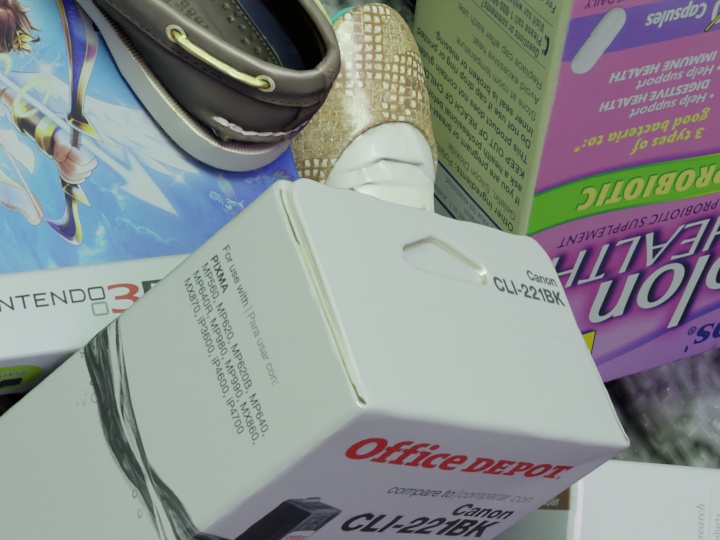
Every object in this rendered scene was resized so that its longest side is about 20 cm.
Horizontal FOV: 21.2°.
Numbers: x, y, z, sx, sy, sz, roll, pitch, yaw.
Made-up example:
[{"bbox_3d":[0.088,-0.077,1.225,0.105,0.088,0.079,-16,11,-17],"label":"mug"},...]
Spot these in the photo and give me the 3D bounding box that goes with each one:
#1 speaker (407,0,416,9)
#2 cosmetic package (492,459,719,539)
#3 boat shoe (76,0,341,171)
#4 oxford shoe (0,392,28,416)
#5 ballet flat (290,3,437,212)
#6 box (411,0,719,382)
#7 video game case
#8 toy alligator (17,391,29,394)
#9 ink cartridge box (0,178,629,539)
[{"bbox_3d":[0.094,-0.189,0.834,0.081,0.081,0.200,37,71,-17],"label":"speaker"},{"bbox_3d":[0.149,0.121,0.823,0.200,0.102,0.074,6,82,-23],"label":"cosmetic package"},{"bbox_3d":[-0.084,-0.124,0.648,0.200,0.060,0.072,49,54,1],"label":"boat shoe"},{"bbox_3d":[-0.165,0.032,0.707,0.200,0.084,0.073,32,29,-27],"label":"oxford shoe"},{"bbox_3d":[0.000,0.000,0.737,0.070,0.065,0.200,-8,120,-33],"label":"ballet flat"},{"bbox_3d":[0.115,-0.064,0.767,0.176,0.097,0.200,-14,133,-26],"label":"box"},{"bbox_3d":[-0.118,-0.059,0.665,0.181,0.045,0.200,-7,72,-31],"label":"video game case"},{"bbox_3d":[-0.078,-0.015,0.739,0.054,0.059,0.200,35,42,23],"label":"toy alligator"},{"bbox_3d":[-0.033,0.068,0.648,0.144,0.200,0.084,12,46,-48],"label":"ink cartridge box"}]
